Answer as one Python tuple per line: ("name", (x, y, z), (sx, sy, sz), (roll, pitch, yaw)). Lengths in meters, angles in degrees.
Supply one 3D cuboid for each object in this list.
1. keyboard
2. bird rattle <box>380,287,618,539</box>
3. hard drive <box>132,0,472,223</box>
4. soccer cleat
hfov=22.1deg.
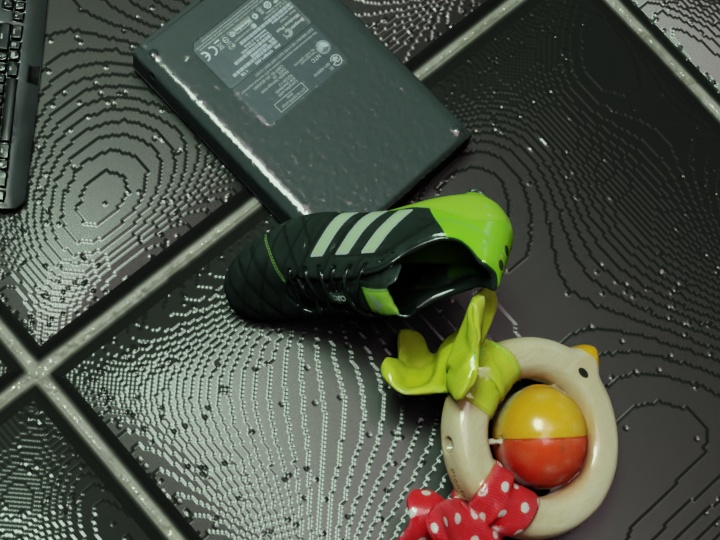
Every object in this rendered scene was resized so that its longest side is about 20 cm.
("keyboard", (-0.267, -0.141, 1.238), (0.103, 0.040, 0.202), (4, 68, -8))
("bird rattle", (0.098, 0.113, 1.173), (0.162, 0.113, 0.202), (-2, 72, -27))
("hard drive", (-0.039, -0.117, 1.267), (0.139, 0.033, 0.200), (-41, 80, -20))
("soccer cleat", (0.000, 0.000, 1.173), (0.198, 0.068, 0.081), (-14, 32, 18))
